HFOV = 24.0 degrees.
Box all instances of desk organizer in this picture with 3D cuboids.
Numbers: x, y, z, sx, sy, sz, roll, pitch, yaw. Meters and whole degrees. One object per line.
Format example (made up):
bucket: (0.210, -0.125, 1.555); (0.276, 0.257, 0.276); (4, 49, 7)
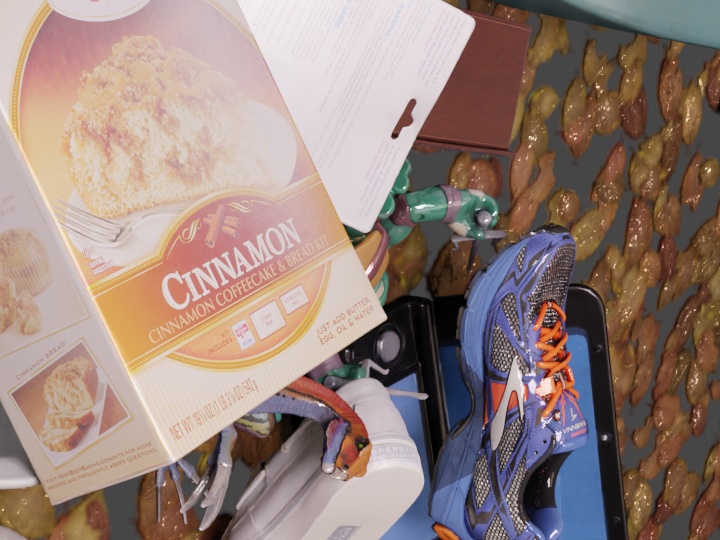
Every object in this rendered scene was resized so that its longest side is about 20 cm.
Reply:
desk organizer: (0.010, -0.111, 0.922); (0.200, 0.071, 0.077); (1, 101, -53)

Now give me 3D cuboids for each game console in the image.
game console: (0.063, 0.123, 1.027); (0.176, 0.116, 0.201); (-25, 113, -45)

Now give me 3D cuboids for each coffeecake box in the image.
coffeecake box: (-0.094, -0.036, 0.660); (0.153, 0.073, 0.201); (-31, 97, -53)

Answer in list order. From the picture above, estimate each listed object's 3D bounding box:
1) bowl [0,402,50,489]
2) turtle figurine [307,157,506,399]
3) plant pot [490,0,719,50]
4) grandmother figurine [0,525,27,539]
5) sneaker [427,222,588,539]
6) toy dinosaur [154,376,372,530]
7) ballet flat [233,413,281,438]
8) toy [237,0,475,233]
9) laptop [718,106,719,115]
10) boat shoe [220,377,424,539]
bowl: (-0.180, -0.003, 0.669); (0.201, 0.090, 0.202); (29, 50, -42)
turtle figurine: (0.000, 0.000, 0.926); (0.150, 0.100, 0.200); (-61, 161, -8)
plant pot: (0.140, -0.211, 0.997); (0.199, 0.141, 0.142); (-4, 108, -45)
grandmother figurine: (-0.154, 0.205, 0.855); (0.122, 0.060, 0.201); (-59, 141, -38)
sneaker: (0.099, 0.071, 0.965); (0.075, 0.078, 0.201); (-13, 116, -50)
toy dinosaur: (-0.076, 0.048, 0.796); (0.181, 0.105, 0.201); (-5, 109, -28)
ballet flat: (-0.096, 0.008, 0.847); (0.071, 0.069, 0.201); (-27, 123, -22)
toy: (-0.059, -0.112, 0.789); (0.199, 0.047, 0.116); (24, 98, -25)
laptop: (0.396, -0.179, 1.374); (0.177, 0.103, 0.201); (28, 81, -53)
boat shoe: (-0.036, 0.129, 0.925); (0.072, 0.069, 0.200); (4, 143, -26)
